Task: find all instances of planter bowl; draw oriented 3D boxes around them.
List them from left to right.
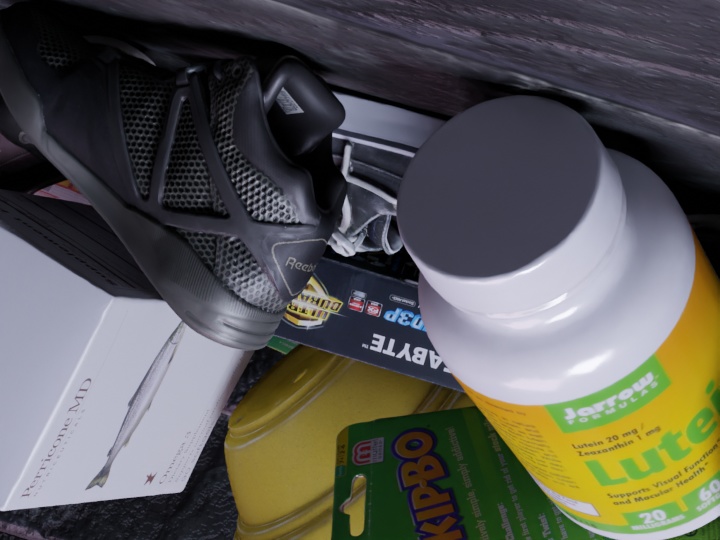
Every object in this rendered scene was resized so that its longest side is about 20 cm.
[{"bbox_3d":[-0.010,0.082,1.127,0.084,0.200,0.200,50,169,-12],"label":"planter bowl"}]

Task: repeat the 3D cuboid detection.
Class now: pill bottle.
[{"bbox_3d":[0.090,0.020,0.869,0.111,0.111,0.200,15,157,34],"label":"pill bottle"}]

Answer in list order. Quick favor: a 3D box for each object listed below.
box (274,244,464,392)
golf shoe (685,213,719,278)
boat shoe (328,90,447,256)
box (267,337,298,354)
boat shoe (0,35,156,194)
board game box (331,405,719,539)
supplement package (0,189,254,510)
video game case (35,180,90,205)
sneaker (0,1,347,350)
[{"bbox_3d":[0.000,0.000,1.090,0.158,0.046,0.200,17,-169,2],"label":"box"},{"bbox_3d":[0.153,0.001,1.008,0.200,0.077,0.088,4,153,49],"label":"golf shoe"},{"bbox_3d":[0.008,-0.037,0.983,0.199,0.068,0.074,16,177,15],"label":"boat shoe"},{"bbox_3d":[-0.054,-0.013,1.353,0.117,0.048,0.200,26,-163,-35],"label":"box"},{"bbox_3d":[-0.170,-0.060,1.081,0.067,0.057,0.200,33,147,-31],"label":"boat shoe"},{"bbox_3d":[0.085,0.099,0.966,0.199,0.096,0.030,-7,138,12],"label":"board game box"},{"bbox_3d":[-0.147,0.038,1.074,0.117,0.117,0.200,32,-172,19],"label":"supplement package"},{"bbox_3d":[-0.150,-0.058,1.158,0.143,0.018,0.200,22,153,-12],"label":"video game case"},{"bbox_3d":[-0.077,-0.071,0.937,0.199,0.114,0.076,47,-163,27],"label":"sneaker"}]
